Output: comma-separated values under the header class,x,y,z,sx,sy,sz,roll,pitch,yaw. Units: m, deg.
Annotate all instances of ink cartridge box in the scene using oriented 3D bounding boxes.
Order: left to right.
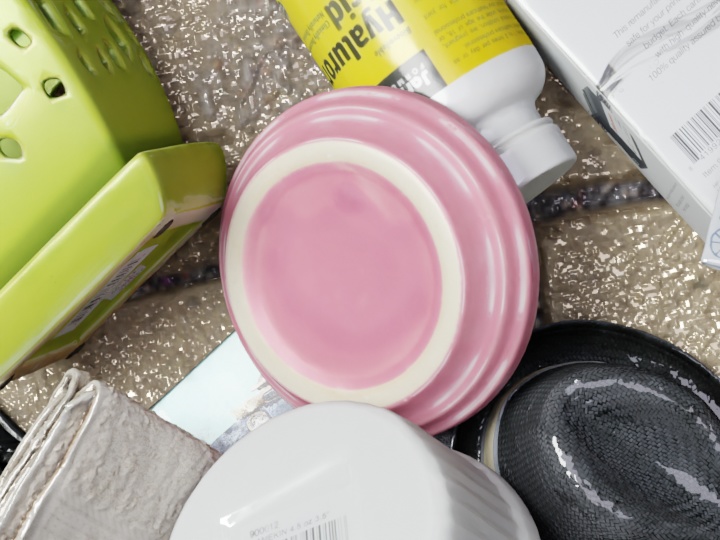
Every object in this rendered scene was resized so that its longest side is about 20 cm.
class,x,y,z,sx,sy,sz,roll,pitch,yaw
ink cartridge box,0.201,-0.128,1.189,0.145,0.084,0.200,-41,83,-2

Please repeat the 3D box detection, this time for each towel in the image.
class,x,y,z,sx,sy,sz,roll,pitch,yaw
towel,-0.126,0.142,1.109,0.034,0.200,0.133,28,84,37

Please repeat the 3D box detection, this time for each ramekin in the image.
class,x,y,z,sx,sy,sz,roll,pitch,yaw
ramekin,-0.011,0.167,1.080,0.199,0.098,0.202,-19,52,25

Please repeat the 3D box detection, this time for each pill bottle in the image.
class,x,y,z,sx,sy,sz,roll,pitch,yaw
pill bottle,0.038,-0.124,1.185,0.111,0.111,0.201,-34,82,-1

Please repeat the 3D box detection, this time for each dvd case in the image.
class,x,y,z,sx,sy,sz,roll,pitch,yaw
dvd case,-0.007,0.070,1.210,0.200,0.022,0.146,-42,82,-3

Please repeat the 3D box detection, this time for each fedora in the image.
class,x,y,z,sx,sy,sz,roll,pitch,yaw
fedora,0.151,0.114,1.138,0.199,0.092,0.202,2,77,-10

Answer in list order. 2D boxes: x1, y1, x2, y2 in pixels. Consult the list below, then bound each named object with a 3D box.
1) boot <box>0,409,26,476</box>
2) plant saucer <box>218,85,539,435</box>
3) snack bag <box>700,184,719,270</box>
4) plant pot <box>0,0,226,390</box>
class,x,y,z,sx,sy,sz,roll,pitch,yaw
boot,-0.256,0.087,1.148,0.200,0.168,0.077,39,90,7
plant saucer,0.000,0.000,1.137,0.199,0.051,0.202,6,102,29
snack bag,0.296,-0.053,1.102,0.199,0.021,0.190,20,68,1
plant pot,-0.196,-0.053,1.140,0.200,0.199,0.182,-43,88,10
